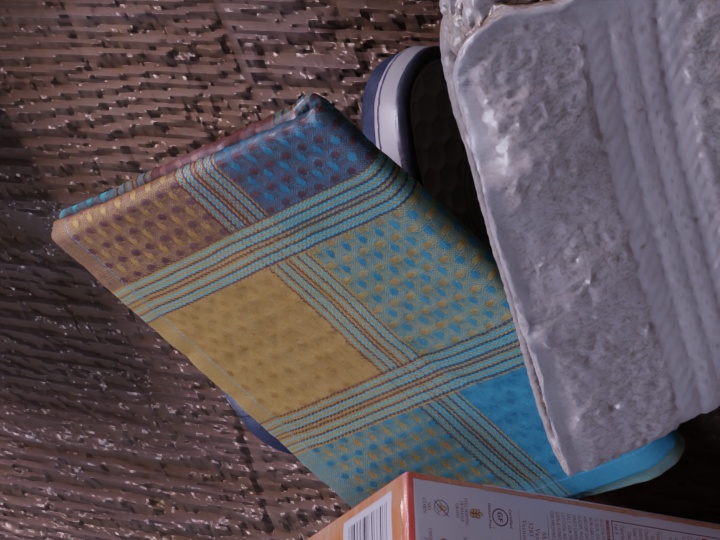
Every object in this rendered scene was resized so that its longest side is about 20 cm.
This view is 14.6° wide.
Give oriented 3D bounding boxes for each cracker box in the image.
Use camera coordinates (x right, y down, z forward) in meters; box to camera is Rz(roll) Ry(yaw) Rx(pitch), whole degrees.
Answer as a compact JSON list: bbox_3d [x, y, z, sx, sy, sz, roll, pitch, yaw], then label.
[{"bbox_3d":[0.072,0.136,1.067,0.199,0.058,0.134,12,152,-26],"label":"cracker box"}]

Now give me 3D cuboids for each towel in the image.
[{"bbox_3d":[0.104,-0.030,0.913,0.035,0.132,0.201,-115,5,-54],"label":"towel"},{"bbox_3d":[0.004,0.023,1.000,0.146,0.022,0.200,-22,126,41],"label":"towel"}]

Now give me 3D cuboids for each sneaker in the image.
[{"bbox_3d":[-0.001,0.002,1.066,0.146,0.077,0.203,7,133,33],"label":"sneaker"}]
